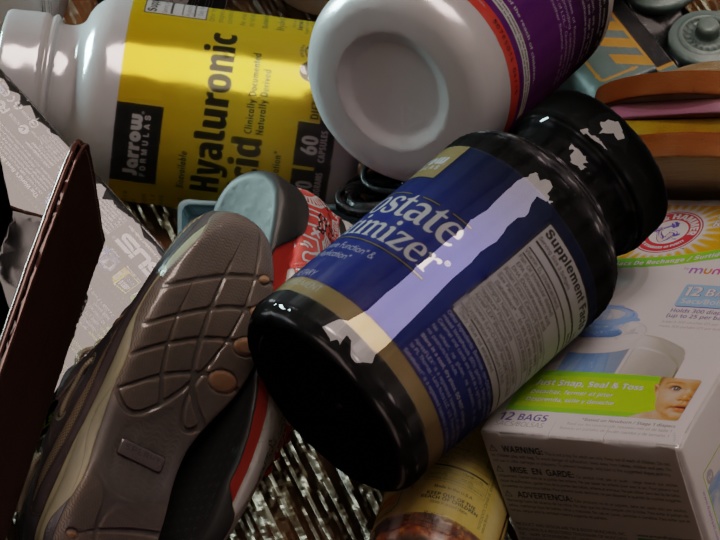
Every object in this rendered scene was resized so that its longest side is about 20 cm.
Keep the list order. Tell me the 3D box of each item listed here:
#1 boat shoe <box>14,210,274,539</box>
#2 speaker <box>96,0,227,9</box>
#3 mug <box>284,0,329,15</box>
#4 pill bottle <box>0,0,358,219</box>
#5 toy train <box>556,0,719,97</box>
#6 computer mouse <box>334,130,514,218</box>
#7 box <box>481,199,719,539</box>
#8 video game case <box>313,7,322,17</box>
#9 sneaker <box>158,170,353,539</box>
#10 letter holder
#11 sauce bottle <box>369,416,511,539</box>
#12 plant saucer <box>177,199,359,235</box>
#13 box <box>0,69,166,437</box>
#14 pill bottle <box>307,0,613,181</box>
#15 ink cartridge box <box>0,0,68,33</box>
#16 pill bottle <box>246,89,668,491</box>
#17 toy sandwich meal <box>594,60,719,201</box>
[{"bbox_3d":[-0.113,0.058,1.277,0.073,0.074,0.201,17,75,48],"label":"boat shoe"},{"bbox_3d":[-0.114,-0.231,1.613,0.081,0.082,0.201,6,45,-4],"label":"speaker"},{"bbox_3d":[-0.007,-0.256,1.543,0.185,0.153,0.150,-8,55,24],"label":"mug"},{"bbox_3d":[-0.098,-0.089,1.452,0.198,0.112,0.112,7,45,-2],"label":"pill bottle"},{"bbox_3d":[0.146,-0.137,1.569,0.113,0.085,0.200,-23,54,-14],"label":"toy train"},{"bbox_3d":[0.075,-0.067,1.447,0.137,0.053,0.200,8,18,13],"label":"computer mouse"},{"bbox_3d":[0.160,0.060,1.330,0.112,0.102,0.200,2,37,34],"label":"box"},{"bbox_3d":[0.067,-0.185,1.566,0.199,0.019,0.143,-32,49,8],"label":"video game case"},{"bbox_3d":[-0.039,0.061,1.341,0.067,0.108,0.203,-3,68,40],"label":"sneaker"},{"bbox_3d":[-0.195,0.038,1.208,0.100,0.142,0.201,16,70,2],"label":"letter holder"},{"bbox_3d":[0.055,0.084,1.342,0.066,0.066,0.201,16,43,6],"label":"sauce bottle"},{"bbox_3d":[0.000,0.000,1.423,0.198,0.019,0.070,1,88,-8],"label":"plant saucer"},{"bbox_3d":[-0.215,0.001,1.335,0.193,0.048,0.200,-39,77,-24],"label":"box"},{"bbox_3d":[0.062,-0.133,1.405,0.112,0.113,0.200,27,37,17],"label":"pill bottle"},{"bbox_3d":[-0.235,-0.210,1.567,0.145,0.085,0.201,10,43,0],"label":"ink cartridge box"},{"bbox_3d":[0.051,0.004,1.276,0.112,0.112,0.200,38,64,25],"label":"pill bottle"},{"bbox_3d":[0.217,-0.043,1.419,0.204,0.205,0.071,18,68,8],"label":"toy sandwich meal"}]
